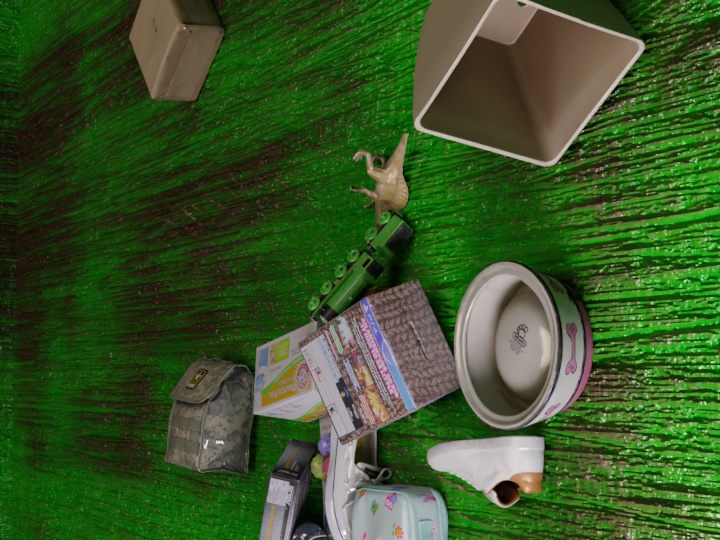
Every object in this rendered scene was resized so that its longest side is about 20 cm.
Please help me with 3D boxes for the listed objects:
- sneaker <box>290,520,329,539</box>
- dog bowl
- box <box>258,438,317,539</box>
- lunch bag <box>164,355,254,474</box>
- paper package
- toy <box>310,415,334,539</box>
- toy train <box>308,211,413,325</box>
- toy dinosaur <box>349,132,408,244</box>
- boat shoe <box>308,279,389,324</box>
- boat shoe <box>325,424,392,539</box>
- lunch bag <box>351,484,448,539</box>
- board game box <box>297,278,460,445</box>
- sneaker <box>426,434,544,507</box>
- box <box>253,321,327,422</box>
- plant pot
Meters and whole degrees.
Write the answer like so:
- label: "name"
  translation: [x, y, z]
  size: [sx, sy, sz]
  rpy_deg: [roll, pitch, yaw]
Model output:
- label: "sneaker"
  translation: [-0.084, 0.480, 1.834]
  size: [0.086, 0.077, 0.203]
  rpy_deg: [-165, 67, -67]
- label: "dog bowl"
  translation: [0.199, 0.090, 1.436]
  size: [0.199, 0.073, 0.203]
  rpy_deg: [-9, 80, 58]
- label: "box"
  translation: [-0.119, 0.386, 1.864]
  size: [0.158, 0.048, 0.202]
  rpy_deg: [-58, -21, -76]
- label: "lunch bag"
  translation: [-0.268, 0.255, 2.132]
  size: [0.163, 0.117, 0.203]
  rpy_deg: [-1, 81, 58]
- label: "paper package"
  translation: [-0.367, -0.465, 2.352]
  size: [0.191, 0.102, 0.201]
  rpy_deg: [-59, 43, 37]
- label: "toy"
  translation: [-0.044, 0.309, 1.830]
  size: [0.115, 0.047, 0.203]
  rpy_deg: [-23, 69, 53]
- label: "toy train"
  translation: [0.000, 0.000, 1.714]
  size: [0.201, 0.042, 0.056]
  rpy_deg: [-51, 39, -1]
- label: "toy dinosaur"
  translation: [0.038, -0.138, 1.743]
  size: [0.101, 0.058, 0.202]
  rpy_deg: [42, 132, 33]
- label: "boat shoe"
  translation: [-0.022, 0.046, 1.792]
  size: [0.199, 0.075, 0.075]
  rpy_deg: [-24, 64, 54]
- label: "boat shoe"
  translation: [0.004, 0.301, 1.741]
  size: [0.085, 0.074, 0.204]
  rpy_deg: [-13, 65, 40]
- label: "lunch bag"
  translation: [0.058, 0.397, 1.634]
  size: [0.160, 0.076, 0.203]
  rpy_deg: [-13, 77, 55]
- label: "board game box"
  translation: [0.025, 0.129, 1.648]
  size: [0.200, 0.096, 0.161]
  rpy_deg: [-35, 77, 51]
- label: "sneaker"
  translation: [0.151, 0.255, 1.498]
  size: [0.199, 0.072, 0.086]
  rpy_deg: [-18, 70, 55]
- label: "box"
  translation: [-0.075, 0.158, 1.829]
  size: [0.199, 0.100, 0.114]
  rpy_deg: [-28, 56, 54]
- label: "plant pot"
  translation: [0.175, -0.273, 1.393]
  size: [0.201, 0.198, 0.178]
  rpy_deg: [-55, 33, 39]
